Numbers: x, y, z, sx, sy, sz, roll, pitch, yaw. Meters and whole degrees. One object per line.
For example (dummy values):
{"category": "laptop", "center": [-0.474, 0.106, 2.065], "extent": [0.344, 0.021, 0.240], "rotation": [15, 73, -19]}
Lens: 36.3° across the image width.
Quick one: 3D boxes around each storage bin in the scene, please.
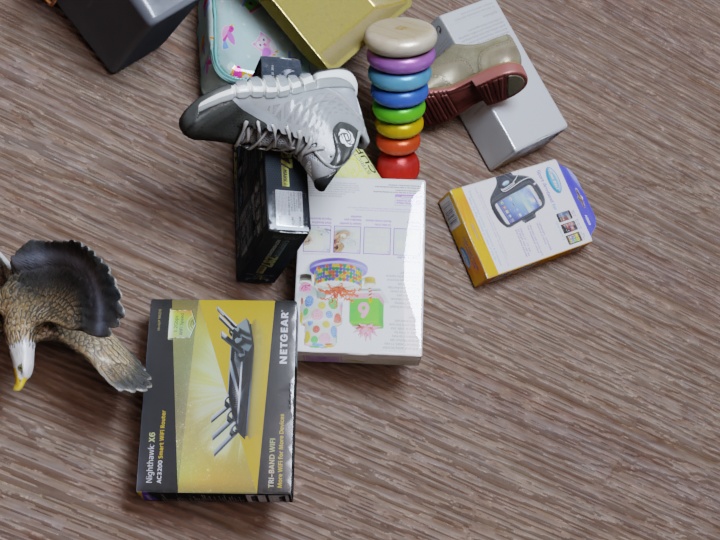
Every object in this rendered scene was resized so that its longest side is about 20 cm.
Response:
{"category": "storage bin", "center": [-0.264, -0.308, 1.194], "extent": [0.145, 0.199, 0.135], "rotation": [-39, 98, -30]}

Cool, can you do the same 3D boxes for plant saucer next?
{"category": "plant saucer", "center": [-0.057, -0.341, 1.286], "extent": [0.201, 0.048, 0.200], "rotation": [50, 48, -7]}

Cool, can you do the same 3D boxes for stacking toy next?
{"category": "stacking toy", "center": [0.048, -0.188, 1.292], "extent": [0.084, 0.203, 0.086], "rotation": [-1, 32, 1]}

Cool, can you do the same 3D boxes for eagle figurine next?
{"category": "eagle figurine", "center": [-0.302, 0.046, 1.060], "extent": [0.196, 0.152, 0.154], "rotation": [-2, 95, 4]}

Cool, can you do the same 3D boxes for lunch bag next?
{"category": "lunch bag", "center": [-0.112, -0.288, 1.309], "extent": [0.158, 0.077, 0.203], "rotation": [5, 67, -20]}

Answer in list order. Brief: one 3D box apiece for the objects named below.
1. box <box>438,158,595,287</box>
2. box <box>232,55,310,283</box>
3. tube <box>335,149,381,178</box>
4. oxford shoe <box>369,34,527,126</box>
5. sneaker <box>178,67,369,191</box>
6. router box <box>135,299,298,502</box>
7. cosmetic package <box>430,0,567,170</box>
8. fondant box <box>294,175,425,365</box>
{"category": "box", "center": [0.206, -0.065, 1.392], "extent": [0.197, 0.041, 0.121], "rotation": [-17, 78, -30]}
{"category": "box", "center": [-0.101, -0.106, 1.203], "extent": [0.050, 0.158, 0.204], "rotation": [3, 69, -19]}
{"category": "tube", "center": [-0.010, -0.113, 1.311], "extent": [0.201, 0.052, 0.058], "rotation": [56, 22, 10]}
{"category": "oxford shoe", "center": [0.105, -0.233, 1.355], "extent": [0.197, 0.071, 0.076], "rotation": [-13, 65, 10]}
{"category": "sneaker", "center": [-0.074, -0.130, 1.093], "extent": [0.197, 0.075, 0.117], "rotation": [-16, 79, -26]}
{"category": "router box", "center": [-0.143, 0.132, 1.128], "extent": [0.154, 0.052, 0.204], "rotation": [0, 69, -1]}
{"category": "cosmetic package", "center": [0.170, -0.242, 1.423], "extent": [0.101, 0.074, 0.202], "rotation": [-24, 84, -29]}
{"category": "fondant box", "center": [0.000, 0.000, 1.230], "extent": [0.141, 0.058, 0.204], "rotation": [2, 74, 0]}
